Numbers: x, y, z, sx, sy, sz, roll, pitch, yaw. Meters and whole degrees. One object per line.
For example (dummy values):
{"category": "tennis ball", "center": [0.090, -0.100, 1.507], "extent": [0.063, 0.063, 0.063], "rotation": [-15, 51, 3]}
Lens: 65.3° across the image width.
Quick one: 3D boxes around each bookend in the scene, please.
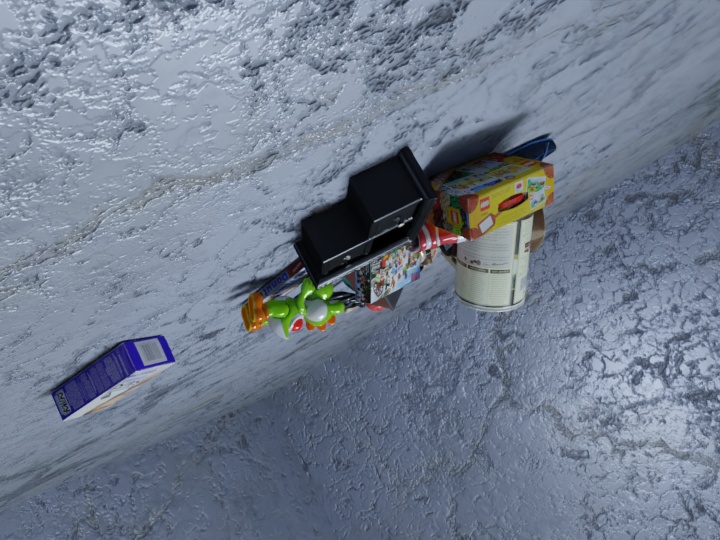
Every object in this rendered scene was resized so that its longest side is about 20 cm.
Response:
{"category": "bookend", "center": [-0.001, -0.075, 0.888], "extent": [0.198, 0.092, 0.200], "rotation": [-27, 168, -12]}

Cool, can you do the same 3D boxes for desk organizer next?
{"category": "desk organizer", "center": [0.016, -0.001, 1.167], "extent": [0.072, 0.077, 0.200], "rotation": [-64, 145, -24]}

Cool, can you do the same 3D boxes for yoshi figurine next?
{"category": "yoshi figurine", "center": [-0.130, 0.058, 1.110], "extent": [0.199, 0.112, 0.113], "rotation": [-4, 116, -28]}

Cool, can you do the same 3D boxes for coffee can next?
{"category": "coffee can", "center": [0.265, -0.038, 1.126], "extent": [0.145, 0.201, 0.147], "rotation": [-1, -157, 0]}

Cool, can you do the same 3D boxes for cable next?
{"category": "cable", "center": [-0.072, 0.075, 1.425], "extent": [0.199, 0.051, 0.163], "rotation": [-8, 161, 15]}

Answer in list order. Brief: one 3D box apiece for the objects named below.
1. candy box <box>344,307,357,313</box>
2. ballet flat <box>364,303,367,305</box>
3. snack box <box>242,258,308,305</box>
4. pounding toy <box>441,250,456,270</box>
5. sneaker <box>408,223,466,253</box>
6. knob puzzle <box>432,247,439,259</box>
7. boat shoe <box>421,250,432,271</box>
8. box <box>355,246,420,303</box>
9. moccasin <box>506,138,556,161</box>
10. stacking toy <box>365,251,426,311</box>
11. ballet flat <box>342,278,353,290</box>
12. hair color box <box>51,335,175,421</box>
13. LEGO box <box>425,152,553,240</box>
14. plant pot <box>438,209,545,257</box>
{"category": "candy box", "center": [0.036, 0.080, 1.882], "extent": [0.199, 0.027, 0.102], "rotation": [-27, 170, -14]}
{"category": "ballet flat", "center": [0.070, 0.025, 1.389], "extent": [0.200, 0.068, 0.068], "rotation": [-55, 174, -38]}
{"category": "snack box", "center": [-0.155, 0.028, 1.143], "extent": [0.200, 0.024, 0.072], "rotation": [-36, 166, 31]}
{"category": "pounding toy", "center": [0.333, -0.071, 1.587], "extent": [0.183, 0.200, 0.143], "rotation": [-26, 141, -13]}
{"category": "sneaker", "center": [0.130, -0.093, 1.114], "extent": [0.112, 0.072, 0.200], "rotation": [-15, -161, -3]}
{"category": "knob puzzle", "center": [0.171, -0.008, 1.765], "extent": [0.219, 0.031, 0.220], "rotation": [-29, 162, -10]}
{"category": "boat shoe", "center": [0.129, -0.022, 1.485], "extent": [0.072, 0.073, 0.200], "rotation": [-24, 177, -18]}
{"category": "box", "center": [0.058, -0.028, 1.116], "extent": [0.038, 0.137, 0.200], "rotation": [9, -161, 32]}
{"category": "moccasin", "center": [0.334, -0.214, 1.182], "extent": [0.199, 0.068, 0.081], "rotation": [-27, 169, -15]}
{"category": "stacking toy", "center": [0.072, 0.014, 1.315], "extent": [0.200, 0.085, 0.085], "rotation": [-54, -178, -27]}
{"category": "ballet flat", "center": [0.000, 0.000, 1.320], "extent": [0.071, 0.072, 0.200], "rotation": [-27, 170, -11]}
{"category": "hair color box", "center": [-0.460, 0.200, 1.049], "extent": [0.199, 0.065, 0.109], "rotation": [-31, 170, 18]}
{"category": "LEGO box", "center": [0.220, -0.138, 1.006], "extent": [0.199, 0.078, 0.149], "rotation": [-24, -150, -25]}
{"category": "plant pot", "center": [0.274, -0.103, 1.259], "extent": [0.199, 0.188, 0.187], "rotation": [-18, 167, -14]}
